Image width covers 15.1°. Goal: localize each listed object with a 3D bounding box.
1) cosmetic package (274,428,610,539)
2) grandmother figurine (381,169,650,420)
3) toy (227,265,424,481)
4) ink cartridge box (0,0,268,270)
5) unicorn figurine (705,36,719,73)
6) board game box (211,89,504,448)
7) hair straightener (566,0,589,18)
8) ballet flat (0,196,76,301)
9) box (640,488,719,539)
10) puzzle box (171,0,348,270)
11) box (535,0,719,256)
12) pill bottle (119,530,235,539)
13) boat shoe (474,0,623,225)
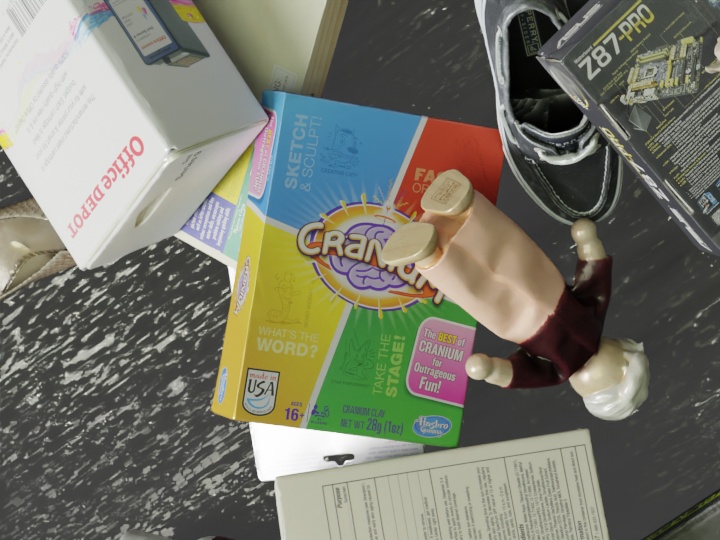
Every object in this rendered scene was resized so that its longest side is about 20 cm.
[{"bbox_3d":[0.051,0.168,1.688,0.200,0.071,0.105,-7,73,-2],"label":"cosmetic package"},{"bbox_3d":[0.109,0.022,1.663,0.121,0.061,0.200,-48,117,-1],"label":"grandmother figurine"},{"bbox_3d":[-0.020,0.028,1.743,0.115,0.047,0.200,-7,97,21],"label":"toy"},{"bbox_3d":[-0.166,-0.123,1.677,0.200,0.087,0.145,57,140,14],"label":"ink cartridge box"},{"bbox_3d":[0.275,-0.114,1.527,0.137,0.200,0.074,52,155,-18],"label":"unicorn figurine"},{"bbox_3d":[0.000,0.000,1.666,0.153,0.040,0.200,8,92,-22],"label":"board game box"},{"bbox_3d":[0.175,-0.181,1.615,0.200,0.077,0.041,-25,72,21],"label":"hair straightener"},{"bbox_3d":[-0.233,-0.010,1.782,0.200,0.046,0.067,-19,98,32],"label":"ballet flat"},{"bbox_3d":[0.278,0.221,1.705,0.193,0.048,0.200,-36,91,20],"label":"box"},{"bbox_3d":[-0.086,-0.113,1.714,0.133,0.025,0.200,29,112,30],"label":"puzzle box"},{"bbox_3d":[0.225,-0.131,1.565,0.200,0.049,0.161,-45,110,-5],"label":"box"},{"bbox_3d":[-0.067,0.237,1.773,0.200,0.114,0.114,12,107,13],"label":"pill bottle"},{"bbox_3d":[0.117,-0.094,1.620,0.072,0.068,0.200,-15,129,3],"label":"boat shoe"}]
